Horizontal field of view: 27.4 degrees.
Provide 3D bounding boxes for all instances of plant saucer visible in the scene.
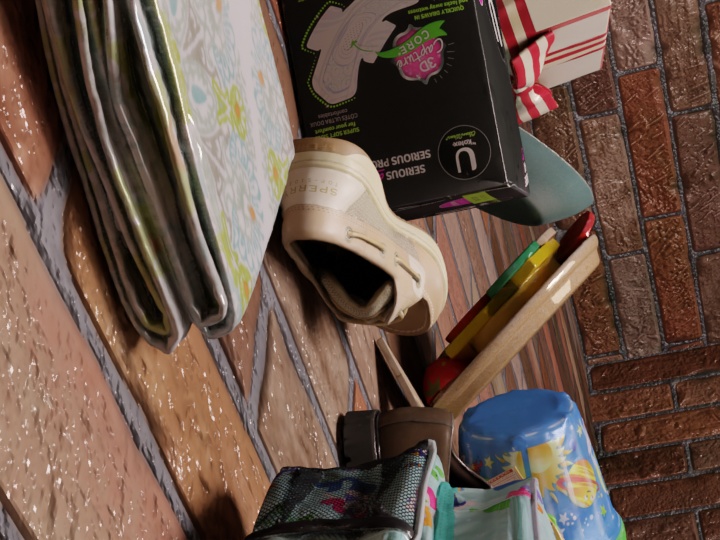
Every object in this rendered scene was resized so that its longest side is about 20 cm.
[{"bbox_3d":[0.083,-0.085,1.131,0.036,0.199,0.200,-60,161,-7],"label":"plant saucer"}]

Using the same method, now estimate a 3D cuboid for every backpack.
[{"bbox_3d":[0.013,0.173,0.548,0.200,0.149,0.179,-48,127,-71],"label":"backpack"}]

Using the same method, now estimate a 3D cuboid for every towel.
[{"bbox_3d":[-0.074,-0.086,0.588,0.200,0.048,0.173,-79,159,-62],"label":"towel"}]

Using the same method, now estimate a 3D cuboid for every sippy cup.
[{"bbox_3d":[0.135,0.170,1.172,0.177,0.139,0.132,15,-57,57],"label":"sippy cup"}]

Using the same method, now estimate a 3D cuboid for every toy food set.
[{"bbox_3d":[0.115,0.037,1.149,0.049,0.198,0.200,43,21,7],"label":"toy food set"}]

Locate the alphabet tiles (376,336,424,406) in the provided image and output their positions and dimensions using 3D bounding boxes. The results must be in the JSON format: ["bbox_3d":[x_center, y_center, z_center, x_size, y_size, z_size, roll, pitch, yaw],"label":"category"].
[{"bbox_3d":[0.076,0.160,1.020,0.201,0.007,0.168,62,1,35],"label":"alphabet tiles"}]

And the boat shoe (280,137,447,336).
[{"bbox_3d":[0.000,0.000,0.833,0.200,0.071,0.066,56,34,-59],"label":"boat shoe"}]

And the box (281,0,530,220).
[{"bbox_3d":[0.030,-0.137,0.958,0.148,0.123,0.202,-1,81,-78],"label":"box"}]

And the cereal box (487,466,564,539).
[{"bbox_3d":[0.132,0.215,0.977,0.145,0.039,0.200,61,0,-1],"label":"cereal box"}]

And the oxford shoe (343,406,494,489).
[{"bbox_3d":[0.051,0.170,0.886,0.073,0.083,0.202,-86,163,-59],"label":"oxford shoe"}]

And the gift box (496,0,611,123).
[{"bbox_3d":[0.094,-0.218,1.225,0.185,0.198,0.188,35,34,-76],"label":"gift box"}]
